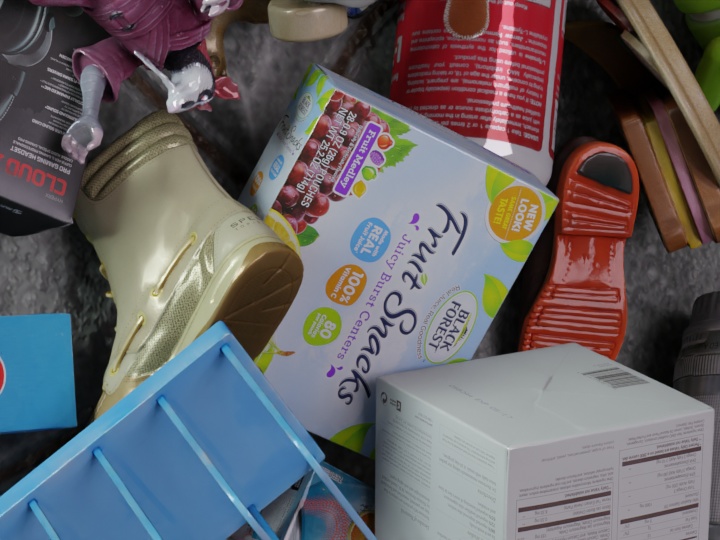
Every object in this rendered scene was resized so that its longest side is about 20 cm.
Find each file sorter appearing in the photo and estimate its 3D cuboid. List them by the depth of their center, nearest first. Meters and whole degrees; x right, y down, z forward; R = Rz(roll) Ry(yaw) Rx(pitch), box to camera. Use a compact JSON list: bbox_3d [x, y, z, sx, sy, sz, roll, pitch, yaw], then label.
[{"bbox_3d":[-0.100,0.161,1.453,0.200,0.123,0.139,-39,138,-4],"label":"file sorter"}]

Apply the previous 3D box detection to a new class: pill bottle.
[{"bbox_3d":[0.074,-0.112,1.691,0.112,0.112,0.202,13,78,-35],"label":"pill bottle"}]

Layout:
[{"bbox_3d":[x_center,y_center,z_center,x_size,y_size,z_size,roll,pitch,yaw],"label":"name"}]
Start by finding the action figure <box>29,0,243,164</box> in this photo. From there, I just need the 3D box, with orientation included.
[{"bbox_3d":[-0.140,-0.162,1.472,0.200,0.133,0.149,51,14,-38],"label":"action figure"}]

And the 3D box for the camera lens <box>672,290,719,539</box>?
[{"bbox_3d":[0.292,0.127,1.803,0.159,0.159,0.202,16,76,-35],"label":"camera lens"}]

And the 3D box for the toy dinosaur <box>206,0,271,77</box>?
[{"bbox_3d":[-0.071,-0.204,1.615,0.101,0.058,0.201,34,92,-29],"label":"toy dinosaur"}]

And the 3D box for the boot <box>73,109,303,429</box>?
[{"bbox_3d":[-0.133,0.022,1.527,0.073,0.156,0.201,10,121,-47],"label":"boot"}]

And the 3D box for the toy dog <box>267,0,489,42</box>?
[{"bbox_3d":[0.034,-0.199,1.578,0.199,0.096,0.132,-33,121,-12],"label":"toy dog"}]

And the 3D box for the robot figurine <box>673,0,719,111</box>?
[{"bbox_3d":[0.301,-0.182,1.867,0.176,0.115,0.201,-48,113,-31],"label":"robot figurine"}]

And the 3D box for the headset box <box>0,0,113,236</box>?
[{"bbox_3d":[-0.226,-0.121,1.488,0.148,0.077,0.202,23,71,-33],"label":"headset box"}]

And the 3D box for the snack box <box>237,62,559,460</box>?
[{"bbox_3d":[0.000,0.000,1.585,0.168,0.068,0.201,25,102,-23],"label":"snack box"}]

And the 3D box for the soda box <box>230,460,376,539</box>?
[{"bbox_3d":[0.017,0.183,1.644,0.199,0.068,0.064,30,77,-31],"label":"soda box"}]

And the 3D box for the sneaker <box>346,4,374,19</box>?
[{"bbox_3d":[-0.023,-0.260,1.662,0.079,0.088,0.202,-59,142,-62],"label":"sneaker"}]

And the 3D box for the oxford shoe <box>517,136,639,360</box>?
[{"bbox_3d":[0.142,0.008,1.760,0.071,0.073,0.202,11,99,-18],"label":"oxford shoe"}]

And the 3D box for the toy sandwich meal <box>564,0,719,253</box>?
[{"bbox_3d":[0.196,-0.110,1.770,0.070,0.205,0.206,-29,107,5],"label":"toy sandwich meal"}]

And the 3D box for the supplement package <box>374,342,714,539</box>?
[{"bbox_3d":[0.107,0.168,1.558,0.150,0.152,0.202,-8,108,-28],"label":"supplement package"}]

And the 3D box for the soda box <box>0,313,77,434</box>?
[{"bbox_3d":[-0.261,0.062,1.451,0.199,0.064,0.068,-2,87,-37],"label":"soda box"}]
